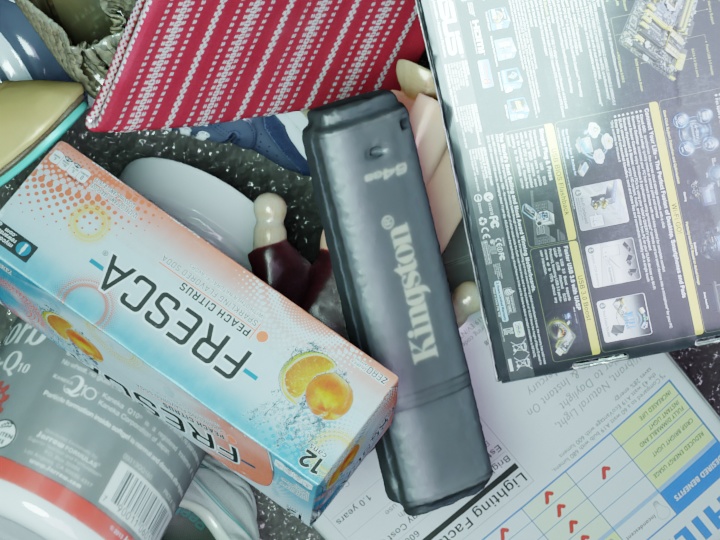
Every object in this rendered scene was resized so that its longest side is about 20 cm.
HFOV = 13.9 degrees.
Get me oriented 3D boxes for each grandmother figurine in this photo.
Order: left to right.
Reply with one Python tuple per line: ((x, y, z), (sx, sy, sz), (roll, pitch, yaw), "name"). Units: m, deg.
((0.000, 0.000, 1.432), (0.121, 0.061, 0.201), (24, 85, 8), "grandmother figurine")

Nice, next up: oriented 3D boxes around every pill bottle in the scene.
((-0.120, 0.053, 1.451), (0.116, 0.116, 0.201), (38, 65, -23), "pill bottle")

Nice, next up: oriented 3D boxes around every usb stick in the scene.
((0.018, 0.016, 1.395), (0.055, 0.033, 0.201), (-17, 102, -16), "usb stick")

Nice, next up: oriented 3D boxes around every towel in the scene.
((-0.028, -0.130, 1.380), (0.199, 0.023, 0.145), (-10, 138, -42), "towel")

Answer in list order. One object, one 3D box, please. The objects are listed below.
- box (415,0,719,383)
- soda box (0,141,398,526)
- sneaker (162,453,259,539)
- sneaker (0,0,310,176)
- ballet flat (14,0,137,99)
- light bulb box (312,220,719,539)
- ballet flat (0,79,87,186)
((0.122, -0.060, 1.383), (0.160, 0.049, 0.201), (-12, 100, 10), "box")
((-0.081, 0.029, 1.366), (0.200, 0.064, 0.068), (35, 70, 11), "soda box")
((-0.133, 0.105, 1.524), (0.200, 0.080, 0.071), (27, 103, -20), "sneaker")
((-0.111, -0.089, 1.461), (0.200, 0.070, 0.109), (41, 91, -17), "sneaker")
((-0.159, -0.161, 1.389), (0.067, 0.046, 0.200), (-36, 83, 6), "ballet flat")
((0.071, 0.089, 1.543), (0.198, 0.125, 0.200), (-40, 114, 2), "light bulb box")
((-0.204, -0.048, 1.411), (0.063, 0.069, 0.200), (46, 133, -6), "ballet flat")
